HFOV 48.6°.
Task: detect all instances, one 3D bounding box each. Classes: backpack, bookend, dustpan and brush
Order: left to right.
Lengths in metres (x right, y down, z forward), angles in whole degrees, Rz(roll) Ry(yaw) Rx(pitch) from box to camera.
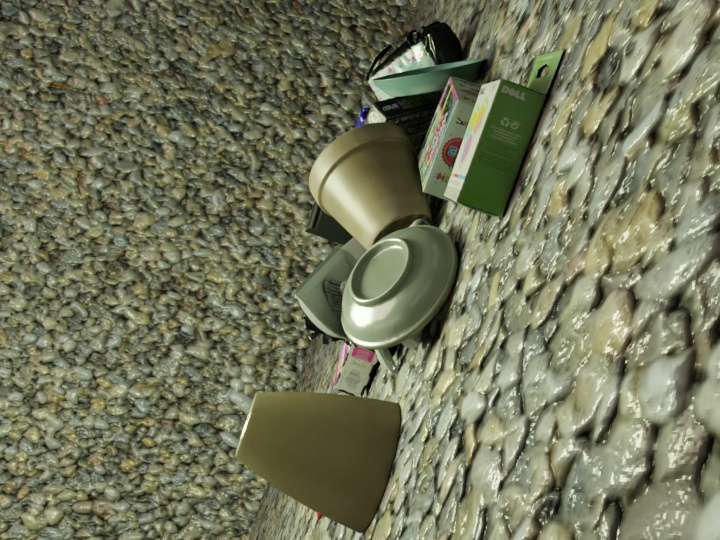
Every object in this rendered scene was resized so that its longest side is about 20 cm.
[{"bbox_3d":[-0.004,0.077,1.213,0.057,0.201,0.140,-7,28,39],"label":"dustpan and brush"},{"bbox_3d":[0.015,-0.142,1.583,0.092,0.199,0.199,-78,8,-47],"label":"bookend"},{"bbox_3d":[0.110,-0.424,1.684,0.200,0.127,0.167,-32,1,30],"label":"backpack"}]

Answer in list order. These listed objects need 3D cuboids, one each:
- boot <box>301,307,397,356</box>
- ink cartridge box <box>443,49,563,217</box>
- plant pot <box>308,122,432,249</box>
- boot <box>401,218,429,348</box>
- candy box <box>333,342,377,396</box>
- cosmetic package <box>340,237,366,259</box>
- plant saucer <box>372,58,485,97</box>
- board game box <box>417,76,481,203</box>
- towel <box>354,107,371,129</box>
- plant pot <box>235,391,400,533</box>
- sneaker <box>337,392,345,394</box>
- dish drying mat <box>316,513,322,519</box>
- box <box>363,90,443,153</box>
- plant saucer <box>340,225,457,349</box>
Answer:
[{"bbox_3d":[0.001,0.037,1.294,0.073,0.162,0.199,7,-79,-67],"label":"boot"},{"bbox_3d":[0.164,-0.169,0.943,0.104,0.059,0.201,-104,33,-80],"label":"ink cartridge box"},{"bbox_3d":[0.036,-0.122,1.365,0.174,0.199,0.200,60,145,30],"label":"plant pot"},{"bbox_3d":[0.078,0.010,1.149,0.096,0.073,0.201,-40,41,28],"label":"boot"},{"bbox_3d":[0.014,0.114,1.467,0.136,0.061,0.201,-81,10,-69],"label":"candy box"},{"bbox_3d":[0.000,0.000,1.514,0.200,0.052,0.151,-41,-26,-42],"label":"cosmetic package"},{"bbox_3d":[0.121,-0.333,1.390,0.200,0.199,0.036,-91,-9,-73],"label":"plant saucer"},{"bbox_3d":[0.146,-0.208,1.240,0.200,0.064,0.148,-87,16,-67],"label":"board game box"},{"bbox_3d":[0.040,-0.245,1.585,0.200,0.147,0.050,115,144,-52],"label":"towel"},{"bbox_3d":[-0.068,0.247,1.130,0.187,0.199,0.188,-161,90,-85],"label":"plant pot"},{"bbox_3d":[-0.084,0.320,1.475,0.115,0.076,0.201,-31,-31,-52],"label":"sneaker"},{"bbox_3d":[-0.045,0.360,1.455,0.077,0.018,0.201,-83,13,-59],"label":"dish drying mat"},{"bbox_3d":[0.083,-0.251,1.461,0.199,0.044,0.161,-22,-28,-35],"label":"box"},{"bbox_3d":[0.040,0.010,1.100,0.200,0.050,0.201,-29,39,26],"label":"plant saucer"}]
